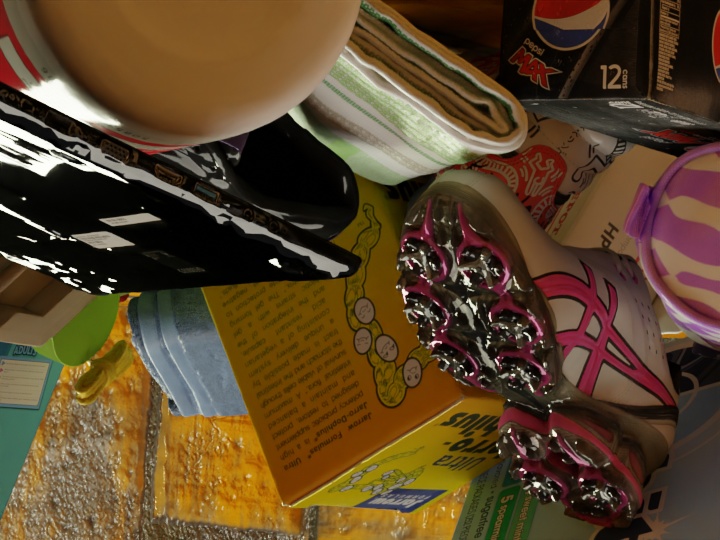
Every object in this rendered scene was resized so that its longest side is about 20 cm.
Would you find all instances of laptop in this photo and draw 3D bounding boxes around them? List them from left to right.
[{"bbox_3d":[-0.106,-0.078,0.698,0.199,0.104,0.177,25,167,-25],"label":"laptop"}]

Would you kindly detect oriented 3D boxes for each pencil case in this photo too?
[{"bbox_3d":[0.158,-0.009,1.062,0.085,0.084,0.200,24,178,8],"label":"pencil case"}]

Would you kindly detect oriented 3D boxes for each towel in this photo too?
[{"bbox_3d":[-0.021,-0.080,1.003,0.149,0.031,0.200,35,170,-9],"label":"towel"},{"bbox_3d":[-0.015,0.028,1.302,0.198,0.049,0.112,-6,151,8],"label":"towel"}]

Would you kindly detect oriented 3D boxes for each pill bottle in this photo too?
[{"bbox_3d":[-0.088,-0.090,0.810,0.111,0.113,0.200,6,175,-26],"label":"pill bottle"}]

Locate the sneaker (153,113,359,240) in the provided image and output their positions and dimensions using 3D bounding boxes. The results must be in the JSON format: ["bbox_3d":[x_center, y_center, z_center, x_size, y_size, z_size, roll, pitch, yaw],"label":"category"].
[{"bbox_3d":[-0.082,-0.074,1.022,0.199,0.076,0.087,32,159,-30],"label":"sneaker"}]

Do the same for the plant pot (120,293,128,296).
[{"bbox_3d":[-0.206,-0.039,1.284,0.188,0.202,0.200,-8,176,-4],"label":"plant pot"}]

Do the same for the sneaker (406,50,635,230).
[{"bbox_3d":[0.080,-0.075,1.128,0.067,0.108,0.202,41,-158,-12],"label":"sneaker"}]

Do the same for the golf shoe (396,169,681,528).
[{"bbox_3d":[0.078,0.017,1.052,0.072,0.092,0.200,10,147,36],"label":"golf shoe"}]

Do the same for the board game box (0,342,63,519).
[{"bbox_3d":[-0.189,0.010,1.142,0.047,0.201,0.151,21,177,33],"label":"board game box"}]

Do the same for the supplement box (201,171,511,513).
[{"bbox_3d":[0.000,0.000,1.173,0.109,0.201,0.109,-33,157,27],"label":"supplement box"}]

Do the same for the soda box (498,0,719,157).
[{"bbox_3d":[0.133,-0.084,1.014,0.070,0.064,0.199,2,175,34],"label":"soda box"}]

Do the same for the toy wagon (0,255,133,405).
[{"bbox_3d":[-0.140,-0.026,1.109,0.039,0.201,0.155,22,-132,29],"label":"toy wagon"}]

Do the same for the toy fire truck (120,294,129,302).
[{"bbox_3d":[-0.114,-0.031,1.485,0.198,0.113,0.168,5,-178,-22],"label":"toy fire truck"}]

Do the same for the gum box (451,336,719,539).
[{"bbox_3d":[0.140,0.096,1.141,0.199,0.045,0.170,-20,-154,28],"label":"gum box"}]

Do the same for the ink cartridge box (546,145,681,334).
[{"bbox_3d":[0.122,-0.027,1.339,0.068,0.116,0.200,39,161,-20],"label":"ink cartridge box"}]
